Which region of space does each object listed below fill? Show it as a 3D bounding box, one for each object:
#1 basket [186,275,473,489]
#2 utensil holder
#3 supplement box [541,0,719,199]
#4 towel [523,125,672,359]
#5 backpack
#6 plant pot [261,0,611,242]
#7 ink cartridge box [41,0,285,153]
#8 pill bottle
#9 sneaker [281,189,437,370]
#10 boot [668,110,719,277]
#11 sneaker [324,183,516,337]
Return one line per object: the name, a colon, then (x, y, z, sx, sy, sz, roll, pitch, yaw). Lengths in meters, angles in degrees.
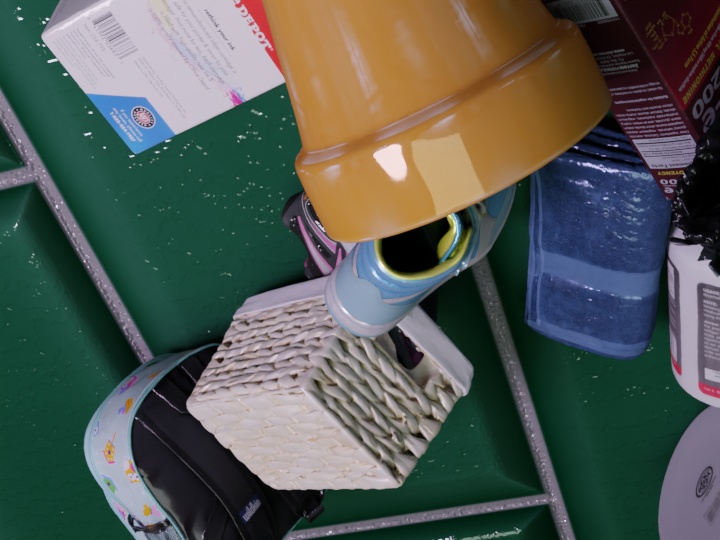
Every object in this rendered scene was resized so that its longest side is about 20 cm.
basket: (-0.032, 0.095, 0.935, 0.136, 0.123, 0.200, 47, 146, -20)
utensil holder: (0.397, 0.223, 1.036, 0.200, 0.170, 0.170, 20, 128, -7)
supplement box: (0.209, -0.155, 0.779, 0.061, 0.109, 0.200, 2, 141, 51)
towel: (0.187, -0.018, 0.912, 0.112, 0.049, 0.200, 19, 133, 26)
backpack: (-0.149, 0.171, 1.039, 0.153, 0.176, 0.200, -3, 123, 48)
plant pot: (0.027, -0.145, 0.710, 0.200, 0.200, 0.183, -22, 106, 21)
ink cartridge box: (-0.111, -0.180, 0.822, 0.200, 0.067, 0.116, -22, 124, 21)
pill bottle: (0.300, 0.005, 0.903, 0.111, 0.111, 0.200, -6, 128, 10)
sneaker: (0.000, 0.000, 0.965, 0.086, 0.080, 0.200, -3, 128, 31)
boot: (0.294, -0.077, 0.758, 0.162, 0.073, 0.198, 21, 95, -39)
sneaker: (0.067, -0.040, 0.825, 0.080, 0.200, 0.131, 42, 153, 1)
